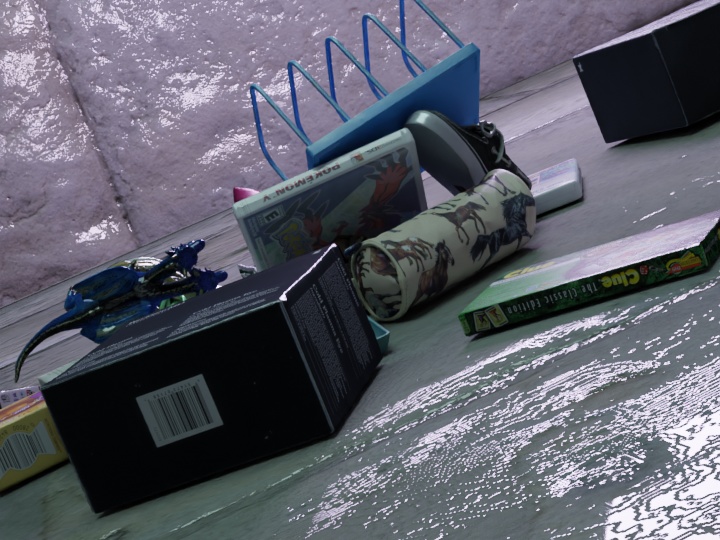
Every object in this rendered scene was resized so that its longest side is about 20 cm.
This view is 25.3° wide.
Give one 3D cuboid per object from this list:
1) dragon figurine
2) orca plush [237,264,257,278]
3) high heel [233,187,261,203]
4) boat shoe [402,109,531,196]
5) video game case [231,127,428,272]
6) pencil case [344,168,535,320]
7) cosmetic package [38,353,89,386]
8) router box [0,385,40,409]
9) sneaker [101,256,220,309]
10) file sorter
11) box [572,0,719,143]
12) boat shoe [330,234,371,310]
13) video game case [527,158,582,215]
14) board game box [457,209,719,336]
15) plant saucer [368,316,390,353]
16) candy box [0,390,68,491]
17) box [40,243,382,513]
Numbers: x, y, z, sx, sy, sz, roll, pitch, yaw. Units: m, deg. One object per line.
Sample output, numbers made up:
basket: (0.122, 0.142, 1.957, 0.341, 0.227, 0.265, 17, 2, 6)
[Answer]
dragon figurine: (-0.215, 0.029, 1.385, 0.199, 0.059, 0.099, -24, 2, -17)
orca plush: (-0.040, 0.005, 1.751, 0.105, 0.071, 0.200, 36, 50, 26)
high heel: (-0.108, -0.124, 2.579, 0.199, 0.097, 0.067, -27, 9, -30)
boat shoe: (0.113, -0.113, 1.576, 0.073, 0.199, 0.068, 12, 70, 45)
video game case: (-0.021, -0.042, 1.562, 0.181, 0.023, 0.200, -24, -30, -5)
pencil case: (0.077, -0.026, 1.476, 0.199, 0.078, 0.089, -29, 23, -36)
cosmetic package: (-0.165, 0.088, 1.373, 0.199, 0.085, 0.108, -24, 7, -15)
router box: (-0.421, 0.163, 1.552, 0.148, 0.051, 0.200, -20, -6, 25)
sneaker: (-0.155, 0.040, 1.484, 0.199, 0.078, 0.088, 12, 7, -30)
file sorter: (0.004, -0.161, 1.585, 0.199, 0.123, 0.139, -34, -28, -16)
box: (0.393, -0.247, 1.903, 0.197, 0.124, 0.200, -24, 6, -18)
boat shoe: (0.000, 0.000, 1.535, 0.199, 0.074, 0.074, -28, 10, -32)
video game case: (0.147, -0.066, 1.754, 0.199, 0.024, 0.182, -22, 8, 11)
board game box: (0.180, 0.001, 1.215, 0.199, 0.024, 0.105, -17, 12, 30)
plant saucer: (-0.029, 0.055, 1.386, 0.070, 0.019, 0.200, -24, 15, -10)
candy box: (-0.258, 0.130, 1.461, 0.199, 0.057, 0.117, -27, 8, -20)
box: (-0.104, 0.077, 1.203, 0.199, 0.105, 0.182, -20, 9, 16)
